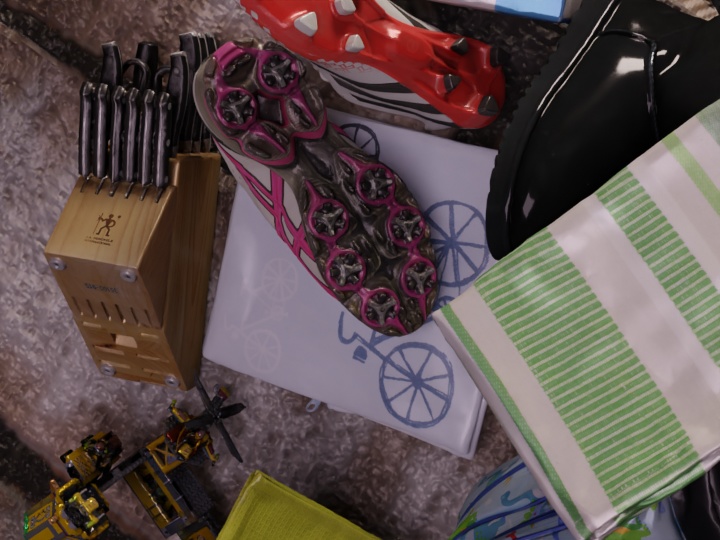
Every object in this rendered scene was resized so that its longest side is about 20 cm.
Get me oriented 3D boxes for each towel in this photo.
[{"bbox_3d":[0.001,0.202,0.981,0.200,0.018,0.086,32,71,-17],"label":"towel"},{"bbox_3d":[0.151,0.022,0.809,0.200,0.023,0.153,-36,69,9],"label":"towel"}]

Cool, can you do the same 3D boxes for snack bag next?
[{"bbox_3d":[0.000,0.000,1.009,0.200,0.021,0.189,17,104,22],"label":"snack bag"}]

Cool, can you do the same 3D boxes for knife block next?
[{"bbox_3d":[-0.126,-0.046,1.034,0.064,0.200,0.176,10,56,17],"label":"knife block"}]

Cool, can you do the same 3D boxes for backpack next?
[{"bbox_3d":[0.133,0.159,0.891,0.200,0.154,0.163,-11,120,43],"label":"backpack"}]

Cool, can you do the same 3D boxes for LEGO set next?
[{"bbox_3d":[-0.093,0.168,0.995,0.116,0.154,0.200,-35,83,36],"label":"LEGO set"}]

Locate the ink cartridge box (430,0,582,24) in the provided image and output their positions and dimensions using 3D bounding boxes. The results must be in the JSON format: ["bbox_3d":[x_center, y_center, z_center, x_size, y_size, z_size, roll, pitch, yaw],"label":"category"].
[{"bbox_3d":[0.035,-0.215,0.946,0.200,0.068,0.116,13,101,16],"label":"ink cartridge box"}]

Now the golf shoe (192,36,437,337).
[{"bbox_3d":[-0.025,-0.049,0.972,0.073,0.092,0.200,-36,97,-12],"label":"golf shoe"}]

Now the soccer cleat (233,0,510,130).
[{"bbox_3d":[-0.007,-0.131,0.924,0.200,0.085,0.069,24,70,-27],"label":"soccer cleat"}]

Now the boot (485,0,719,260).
[{"bbox_3d":[0.173,-0.073,0.876,0.162,0.073,0.198,16,61,26],"label":"boot"}]
